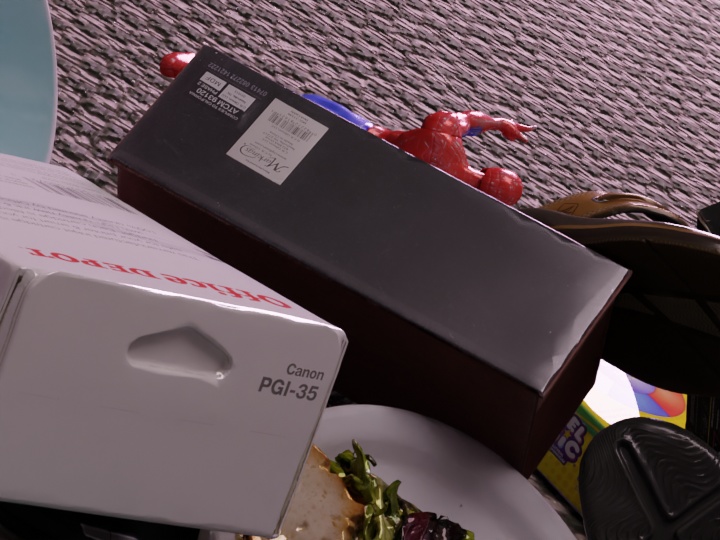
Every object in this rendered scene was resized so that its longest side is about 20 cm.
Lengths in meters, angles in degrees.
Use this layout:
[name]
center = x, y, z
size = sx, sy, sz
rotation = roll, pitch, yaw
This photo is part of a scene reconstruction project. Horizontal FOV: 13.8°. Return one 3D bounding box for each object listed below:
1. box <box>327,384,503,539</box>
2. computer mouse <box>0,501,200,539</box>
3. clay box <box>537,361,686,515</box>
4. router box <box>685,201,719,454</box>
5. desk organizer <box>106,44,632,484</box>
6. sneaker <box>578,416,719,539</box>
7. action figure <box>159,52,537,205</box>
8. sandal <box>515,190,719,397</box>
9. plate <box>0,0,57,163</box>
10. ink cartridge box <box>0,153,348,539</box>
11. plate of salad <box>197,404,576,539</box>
[box]
center = -0.007, 0.076, 1.240
size = 0.082, 0.069, 0.200
rotation = 15, 27, -32
[computer mouse]
center = -0.144, 0.070, 1.120
size = 0.140, 0.046, 0.199
rotation = 28, 12, 40
[clay box]
center = 0.122, 0.072, 1.448
size = 0.115, 0.048, 0.200
rotation = 1, 36, -51
[router box]
center = 0.195, 0.078, 1.272
size = 0.062, 0.200, 0.150
rotation = -16, 55, -7
[desk organizer]
center = 0.000, 0.000, 1.191
size = 0.199, 0.077, 0.072
rotation = 29, 57, 15
[sneaker]
center = 0.140, 0.149, 1.228
size = 0.201, 0.075, 0.115
rotation = 58, -10, -6
[action figure]
center = 0.003, -0.058, 1.459
size = 0.199, 0.066, 0.099
rotation = 16, 4, 32
[sandal]
center = 0.100, 0.002, 1.212
size = 0.199, 0.082, 0.055
rotation = 5, 42, 41
[plate]
center = -0.197, -0.100, 1.283
size = 0.025, 0.201, 0.200
rotation = -8, 3, 29
[ink cartridge box]
center = -0.124, 0.016, 1.063
size = 0.146, 0.083, 0.200
rotation = 13, 11, -40
[plate of salad]
center = 0.028, 0.138, 1.091
size = 0.199, 0.048, 0.201
rotation = 19, 54, -28
